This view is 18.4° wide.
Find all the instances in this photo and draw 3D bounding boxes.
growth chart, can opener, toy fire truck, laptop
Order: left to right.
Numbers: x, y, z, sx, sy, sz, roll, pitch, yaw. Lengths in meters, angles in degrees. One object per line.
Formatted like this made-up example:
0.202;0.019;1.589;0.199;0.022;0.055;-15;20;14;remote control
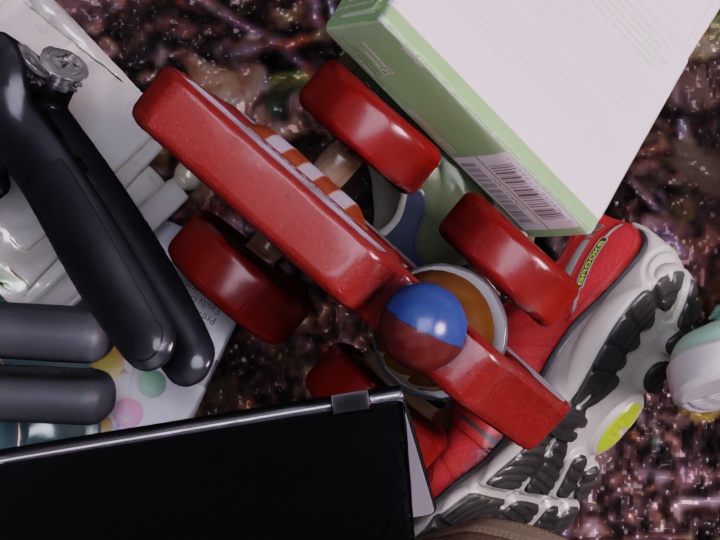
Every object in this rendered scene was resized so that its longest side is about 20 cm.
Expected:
-0.202;0.039;0.914;0.198;0.067;0.054;3;100;6;can opener
-0.168;-0.070;0.984;0.144;0.018;0.200;-35;79;-21;growth chart
-0.119;-0.027;0.922;0.079;0.063;0.200;-51;61;18;can opener
-0.066;0.119;0.840;0.186;0.200;0.117;-9;63;4;laptop
0.000;0.000;0.898;0.200;0.168;0.112;43;95;7;toy fire truck

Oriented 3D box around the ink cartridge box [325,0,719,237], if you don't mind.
0.091;-0.137;0.975;0.145;0.048;0.201;42;66;-27;ink cartridge box

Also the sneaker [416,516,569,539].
0.012;0.150;0.942;0.199;0.076;0.071;2;120;28;sneaker

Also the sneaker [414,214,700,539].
0.071;0.061;1.005;0.200;0.077;0.085;-51;47;7;sneaker

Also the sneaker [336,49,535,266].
0.021;-0.095;1.011;0.089;0.067;0.202;-7;88;-10;sneaker

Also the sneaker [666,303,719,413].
0.179;-0.011;0.977;0.200;0.074;0.119;-17;83;-49;sneaker

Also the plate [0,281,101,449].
-0.212;0.072;0.960;0.199;0.026;0.202;0;83;-3;plate

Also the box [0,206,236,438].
-0.154;0.057;0.998;0.155;0.041;0.201;25;84;-1;box
